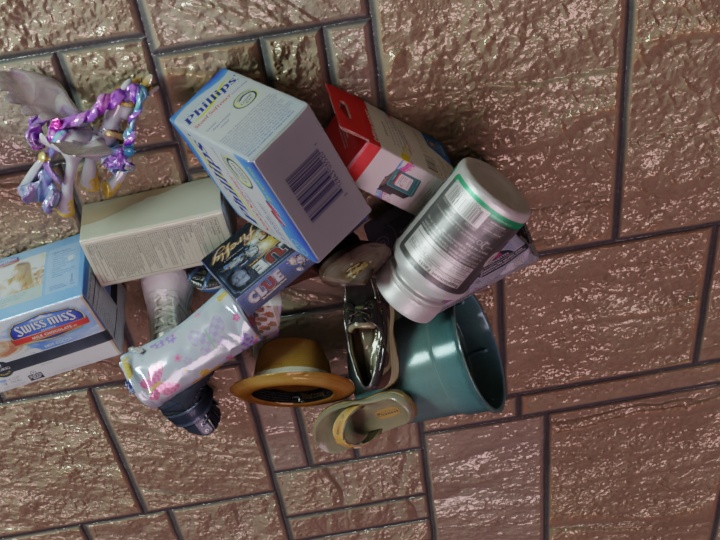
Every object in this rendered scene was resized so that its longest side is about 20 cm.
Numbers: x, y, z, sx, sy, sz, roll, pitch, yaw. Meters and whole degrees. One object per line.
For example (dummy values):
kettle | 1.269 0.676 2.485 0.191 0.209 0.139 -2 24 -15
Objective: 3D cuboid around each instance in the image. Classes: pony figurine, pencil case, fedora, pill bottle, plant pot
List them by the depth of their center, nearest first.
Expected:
pony figurine | -0.353 -0.161 1.430 0.192 0.167 0.201 -11 143 -47
pill bottle | 0.114 -0.035 1.471 0.113 0.113 0.200 25 118 -30
pencil case | -0.238 0.108 1.622 0.199 0.091 0.083 -32 172 0
fedora | -0.102 0.150 1.731 0.199 0.083 0.201 -1 162 0
plant pot | 0.097 0.147 1.776 0.195 0.201 0.200 -19 135 21

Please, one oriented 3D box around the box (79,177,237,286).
box | -0.273 -0.054 1.579 0.198 0.078 0.095 -11 135 1

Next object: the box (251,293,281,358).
box | -0.141 0.075 1.712 0.038 0.042 0.200 -3 154 -8

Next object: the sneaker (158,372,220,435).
sneaker | -0.242 0.178 1.804 0.201 0.077 0.146 -26 122 29

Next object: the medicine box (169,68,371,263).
medicine box | -0.111 -0.132 1.430 0.103 0.200 0.183 -45 131 -14

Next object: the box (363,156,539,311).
box | 0.124 -0.039 1.611 0.199 0.133 0.115 -30 146 19

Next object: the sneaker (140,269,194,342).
sneaker | -0.277 0.067 1.681 0.077 0.100 0.201 -5 135 -1

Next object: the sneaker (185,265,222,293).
sneaker | -0.149 -0.016 1.657 0.198 0.076 0.077 -13 163 -2

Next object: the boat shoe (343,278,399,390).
boat shoe | 0.011 0.076 1.685 0.073 0.202 0.065 -15 176 26

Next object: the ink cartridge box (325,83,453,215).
ink cartridge box | 0.027 -0.152 1.504 0.199 0.117 0.067 24 119 -29

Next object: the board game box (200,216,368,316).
board game box | -0.101 -0.040 1.511 0.200 0.135 0.035 -40 125 -8

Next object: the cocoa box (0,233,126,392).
cocoa box | -0.447 0.058 1.620 0.198 0.134 0.132 -17 134 7

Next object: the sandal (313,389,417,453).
sandal | -0.001 0.233 1.725 0.199 0.054 0.080 -25 114 37

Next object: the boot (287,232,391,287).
boot | -0.064 0.000 1.522 0.185 0.200 0.065 -29 109 -8

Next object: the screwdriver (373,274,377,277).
screwdriver | 0.000 0.000 1.622 0.029 0.199 0.028 1 99 -37
